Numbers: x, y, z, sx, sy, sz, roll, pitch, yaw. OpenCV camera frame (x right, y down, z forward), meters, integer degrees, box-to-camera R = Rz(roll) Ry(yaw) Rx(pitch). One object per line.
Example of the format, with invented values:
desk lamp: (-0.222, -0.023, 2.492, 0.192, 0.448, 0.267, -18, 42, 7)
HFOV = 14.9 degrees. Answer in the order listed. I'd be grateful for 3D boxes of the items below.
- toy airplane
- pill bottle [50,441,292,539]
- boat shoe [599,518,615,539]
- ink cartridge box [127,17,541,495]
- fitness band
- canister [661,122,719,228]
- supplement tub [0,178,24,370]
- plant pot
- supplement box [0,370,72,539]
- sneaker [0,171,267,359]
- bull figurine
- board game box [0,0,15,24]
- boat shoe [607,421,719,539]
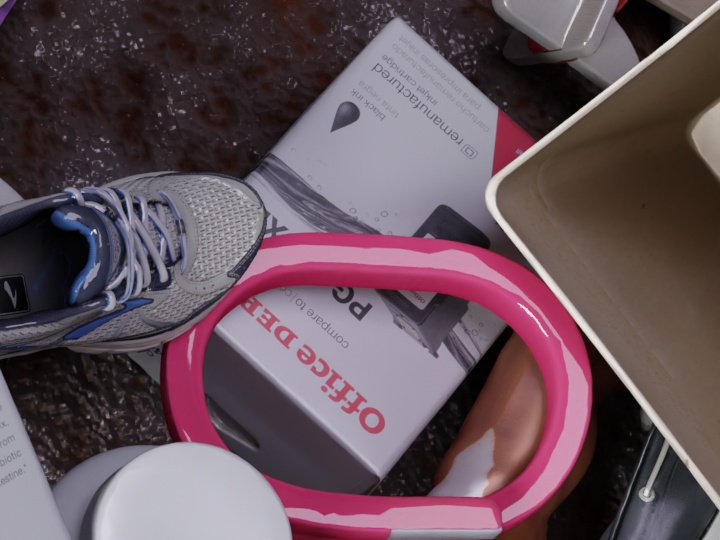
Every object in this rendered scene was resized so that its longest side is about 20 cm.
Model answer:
toy airplane: (0.133, -0.193, 1.456, 0.199, 0.141, 0.200, -16, 114, -17)
pill bottle: (-0.101, 0.140, 1.178, 0.113, 0.200, 0.113, 8, 68, -20)
boat shoe: (0.180, 0.125, 1.366, 0.075, 0.086, 0.202, 41, 63, -3)
ink cartridge box: (0.000, 0.000, 1.340, 0.145, 0.083, 0.200, 42, 61, -3)
fitness band: (0.008, 0.054, 1.247, 0.200, 0.037, 0.144, 4, 68, -11)
canister: (0.223, -0.023, 1.443, 0.200, 0.087, 0.149, -2, 71, -25)
supplement tub: (-0.231, 0.044, 1.205, 0.122, 0.123, 0.200, 35, 61, -7)
plant pot: (0.215, -0.033, 1.273, 0.200, 0.200, 0.177, 53, 27, 2)
supplement box: (-0.187, 0.099, 1.068, 0.101, 0.103, 0.200, -28, 102, -39)
sneaker: (-0.115, -0.001, 1.161, 0.200, 0.085, 0.077, -19, 86, -33)
bull figurine: (0.074, 0.100, 1.312, 0.065, 0.121, 0.200, 23, 72, 35)
board game box: (-0.258, -0.159, 1.284, 0.200, 0.032, 0.120, 37, 77, -23)
boat shoe: (0.120, 0.159, 1.302, 0.060, 0.076, 0.200, 30, 80, 1)
